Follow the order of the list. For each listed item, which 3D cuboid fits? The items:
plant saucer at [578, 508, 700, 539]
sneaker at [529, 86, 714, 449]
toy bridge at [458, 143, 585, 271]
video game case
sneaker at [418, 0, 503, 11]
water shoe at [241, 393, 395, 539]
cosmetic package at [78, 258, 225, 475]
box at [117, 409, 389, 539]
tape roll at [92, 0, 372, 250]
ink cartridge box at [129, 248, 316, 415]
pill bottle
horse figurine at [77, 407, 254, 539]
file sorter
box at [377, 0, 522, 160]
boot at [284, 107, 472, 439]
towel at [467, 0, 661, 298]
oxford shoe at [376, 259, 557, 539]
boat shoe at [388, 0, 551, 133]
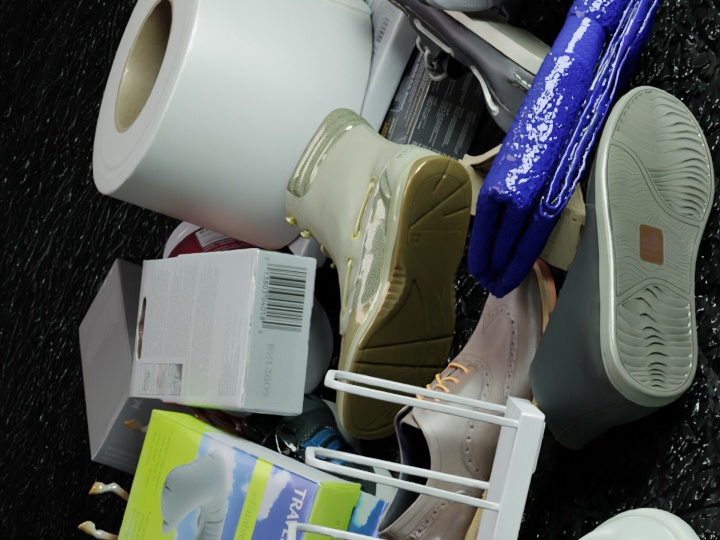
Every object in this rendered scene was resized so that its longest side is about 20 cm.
[{"bbox_3d":[0.113,0.216,1.263,0.200,0.050,0.200,-50,28,40],"label":"plant saucer"},{"bbox_3d":[0.139,-0.003,1.362,0.106,0.075,0.200,-41,35,55],"label":"sneaker"},{"bbox_3d":[0.109,-0.051,1.545,0.067,0.027,0.200,-67,21,5],"label":"toy bridge"},{"bbox_3d":[-0.021,-0.119,1.796,0.200,0.023,0.182,-68,21,10],"label":"video game case"},{"bbox_3d":[0.060,-0.233,1.628,0.112,0.078,0.200,7,32,33],"label":"sneaker"},{"bbox_3d":[-0.034,0.144,1.645,0.072,0.079,0.200,-65,22,12],"label":"water shoe"},{"bbox_3d":[-0.166,0.086,1.987,0.090,0.107,0.200,-58,22,27],"label":"cosmetic package"},{"bbox_3d":[-0.078,0.178,1.602,0.200,0.048,0.122,18,94,45],"label":"box"},{"bbox_3d":[-0.097,-0.130,1.768,0.203,0.139,0.203,-53,27,43],"label":"tape roll"},{"bbox_3d":[-0.100,0.044,1.696,0.200,0.050,0.109,-3,80,63],"label":"ink cartridge box"},{"bbox_3d":[-0.095,0.026,1.856,0.113,0.113,0.200,-64,21,13],"label":"pill bottle"},{"bbox_3d":[-0.131,0.167,1.834,0.050,0.132,0.200,-40,23,57],"label":"horse figurine"},{"bbox_3d":[0.019,0.161,1.349,0.139,0.124,0.200,-110,33,-90],"label":"file sorter"},{"bbox_3d":[0.047,-0.148,1.753,0.158,0.050,0.200,16,86,69],"label":"box"},{"bbox_3d":[0.000,0.000,1.639,0.155,0.072,0.200,32,113,55],"label":"boot"},{"bbox_3d":[0.126,-0.090,1.421,0.200,0.049,0.148,-62,-10,-20],"label":"towel"},{"bbox_3d":[0.066,0.081,1.464,0.071,0.073,0.200,-10,61,66],"label":"oxford shoe"},{"bbox_3d":[0.059,-0.155,1.627,0.200,0.073,0.063,39,110,39],"label":"boat shoe"}]
